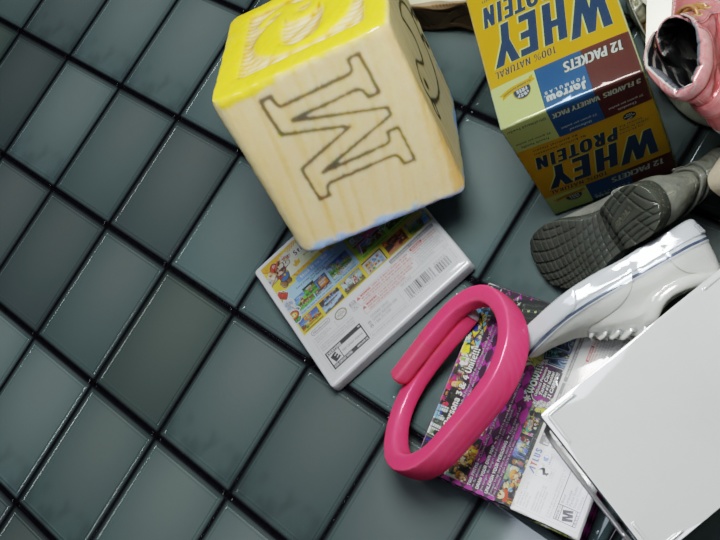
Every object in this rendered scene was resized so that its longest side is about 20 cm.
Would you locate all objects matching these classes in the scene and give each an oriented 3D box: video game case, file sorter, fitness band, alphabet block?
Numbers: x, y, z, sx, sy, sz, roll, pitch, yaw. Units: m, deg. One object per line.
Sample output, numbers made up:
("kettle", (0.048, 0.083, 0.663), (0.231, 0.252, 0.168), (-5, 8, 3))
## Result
("video game case", (0.167, 0.132, 0.965), (0.179, 0.036, 0.203), (18, 78, 30))
("file sorter", (0.269, 0.122, 0.844), (0.199, 0.125, 0.139), (-38, 74, -3))
("video game case", (0.000, 0.000, 1.108), (0.200, 0.023, 0.183), (-42, 58, 6))
("fitness band", (0.086, 0.108, 0.959), (0.201, 0.037, 0.144), (-54, 27, 19))
("alphabet block", (-0.018, -0.177, 1.050), (0.194, 0.201, 0.197), (-21, 36, 15))

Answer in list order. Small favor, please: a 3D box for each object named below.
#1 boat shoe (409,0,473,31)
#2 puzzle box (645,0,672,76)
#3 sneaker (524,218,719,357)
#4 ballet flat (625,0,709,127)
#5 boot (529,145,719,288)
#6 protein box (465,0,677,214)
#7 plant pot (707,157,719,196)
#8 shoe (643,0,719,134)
("boat shoe", (0.125, -0.316, 1.150), (0.197, 0.072, 0.066), (10, 75, 34))
("puzzle box", (0.374, -0.259, 0.955), (0.197, 0.025, 0.136), (1, 82, 25))
("sneaker", (0.236, 0.034, 0.913), (0.199, 0.073, 0.072), (-34, 76, 16))
("ballet flat", (0.322, -0.234, 1.024), (0.067, 0.064, 0.202), (-28, 61, 13))
("boot", (0.263, -0.049, 0.967), (0.129, 0.200, 0.069), (-23, 85, -31))
("protein box", (0.204, -0.200, 0.987), (0.133, 0.198, 0.203), (-20, 62, 18))
("plant pot", (0.439, -0.104, 0.803), (0.199, 0.177, 0.201), (36, 87, 1))
("shoe", (0.296, -0.212, 0.882), (0.071, 0.090, 0.203), (-38, 40, 41))
